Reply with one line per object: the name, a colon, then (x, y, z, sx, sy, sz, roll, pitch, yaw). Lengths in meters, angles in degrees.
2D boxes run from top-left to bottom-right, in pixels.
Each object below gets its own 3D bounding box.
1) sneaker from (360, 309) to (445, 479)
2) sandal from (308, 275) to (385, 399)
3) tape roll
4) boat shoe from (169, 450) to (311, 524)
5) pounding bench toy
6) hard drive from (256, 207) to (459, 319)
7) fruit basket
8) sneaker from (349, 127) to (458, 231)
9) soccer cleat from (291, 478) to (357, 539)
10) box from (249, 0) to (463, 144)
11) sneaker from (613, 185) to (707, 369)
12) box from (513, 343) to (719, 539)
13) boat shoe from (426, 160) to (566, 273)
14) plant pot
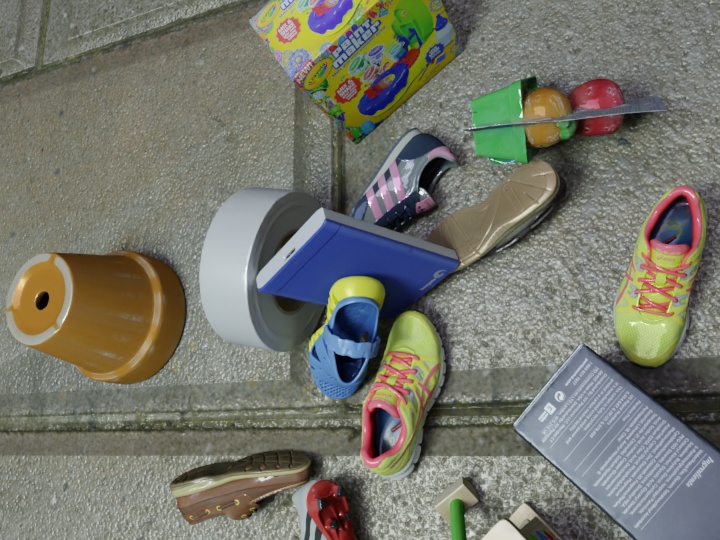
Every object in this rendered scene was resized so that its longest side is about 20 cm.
sneaker: (0.046, 0.143, 0.743, 0.077, 0.090, 0.202, 4, 77, 27)
sandal: (-0.020, 0.099, 0.744, 0.079, 0.201, 0.088, 4, 48, -6)
tape roll: (-0.111, -0.001, 0.799, 0.070, 0.202, 0.205, 7, 80, 25)
boat shoe: (-0.150, 0.282, 0.823, 0.198, 0.072, 0.068, -16, 91, 16)
pounding bench toy: (0.132, 0.302, 0.635, 0.200, 0.156, 0.125, 43, 96, 27)
hard drive: (0.000, 0.000, 0.727, 0.132, 0.199, 0.026, -42, 49, 35)
fruit basket: (0.229, -0.168, 0.711, 0.198, 0.185, 0.095, 4, 109, 21)
sneaker: (0.049, -0.085, 0.818, 0.082, 0.070, 0.201, 32, 93, 30)
soccer cleat: (-0.030, 0.348, 0.754, 0.085, 0.068, 0.202, -28, 78, 50)
box: (0.001, -0.306, 0.827, 0.200, 0.192, 0.122, -40, 65, 11)
sneaker: (0.312, 0.002, 0.666, 0.077, 0.090, 0.202, 11, 83, 25)
box: (0.266, 0.180, 0.609, 0.200, 0.148, 0.107, 41, 95, 27)
boat shoe: (0.160, -0.052, 0.763, 0.200, 0.064, 0.072, -40, 54, 30)
plant pot: (-0.390, 0.056, 0.920, 0.198, 0.183, 0.203, -6, 74, 23)
